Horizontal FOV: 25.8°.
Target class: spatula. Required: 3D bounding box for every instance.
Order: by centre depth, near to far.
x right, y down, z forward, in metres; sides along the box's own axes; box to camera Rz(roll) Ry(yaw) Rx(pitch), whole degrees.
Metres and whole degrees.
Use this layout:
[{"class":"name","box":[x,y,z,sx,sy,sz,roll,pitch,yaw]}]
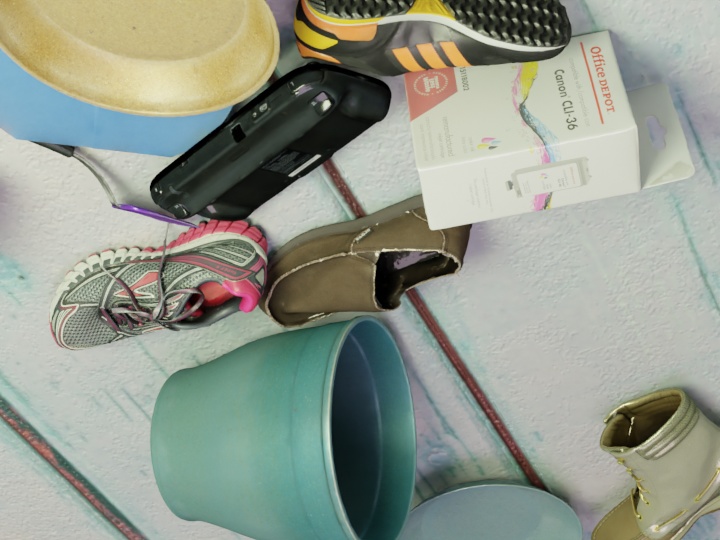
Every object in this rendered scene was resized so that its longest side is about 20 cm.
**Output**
[{"class":"spatula","box":[-0.214,-0.078,1.216,0.199,0.021,0.056,35,168,-26]}]

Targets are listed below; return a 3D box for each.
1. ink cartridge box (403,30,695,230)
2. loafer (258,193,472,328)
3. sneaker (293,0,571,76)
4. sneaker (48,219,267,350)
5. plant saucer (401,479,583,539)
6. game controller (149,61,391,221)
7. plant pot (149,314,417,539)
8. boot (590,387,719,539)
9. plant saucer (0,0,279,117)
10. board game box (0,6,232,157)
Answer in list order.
[{"class":"ink cartridge box","box":[0.137,-0.108,1.157,0.198,0.117,0.068,-11,136,4]},{"class":"loafer","box":[0.000,0.000,1.287,0.199,0.071,0.073,-26,132,20]},{"class":"sneaker","box":[0.048,-0.175,1.126,0.198,0.071,0.090,5,154,-13]},{"class":"sneaker","box":[-0.170,0.021,1.291,0.199,0.075,0.081,-22,134,17]},{"class":"plant saucer","box":[0.124,0.264,1.595,0.199,0.039,0.202,-3,135,-3]},{"class":"game controller","box":[-0.068,-0.093,1.185,0.199,0.042,0.104,-32,161,35]},{"class":"plant pot","box":[-0.072,0.145,1.355,0.186,0.201,0.201,-5,138,21]},{"class":"boot","box":[0.272,0.200,1.521,0.200,0.072,0.154,-38,128,23]},{"class":"plant saucer","box":[-0.149,-0.173,1.032,0.198,0.036,0.201,6,151,3]},{"class":"board game box","box":[-0.186,-0.155,1.136,0.198,0.039,0.159,6,141,-8]}]
